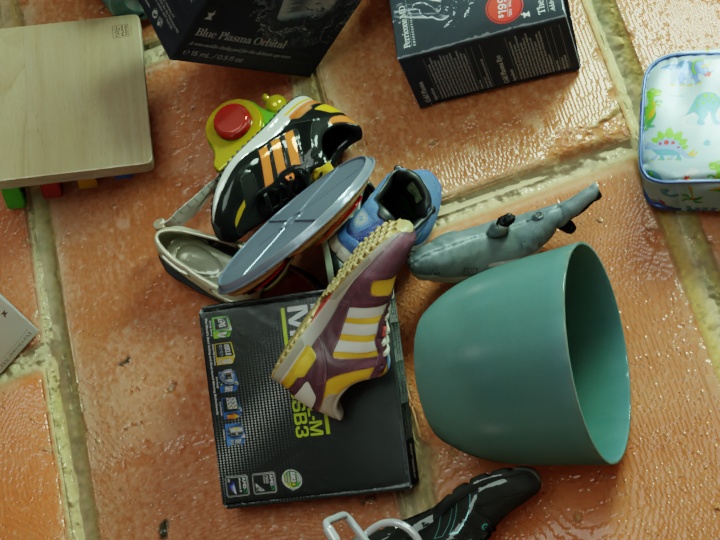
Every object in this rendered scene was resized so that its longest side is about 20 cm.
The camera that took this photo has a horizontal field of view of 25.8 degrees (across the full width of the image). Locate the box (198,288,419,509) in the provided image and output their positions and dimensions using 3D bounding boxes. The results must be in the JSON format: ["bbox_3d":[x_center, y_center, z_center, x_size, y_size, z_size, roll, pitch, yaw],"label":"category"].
[{"bbox_3d":[-0.050,0.121,1.522,0.191,0.047,0.202,-7,88,16],"label":"box"}]

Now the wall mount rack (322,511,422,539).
[{"bbox_3d":[-0.012,0.324,1.412,0.200,0.074,0.174,-43,77,20],"label":"wall mount rack"}]

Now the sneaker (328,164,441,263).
[{"bbox_3d":[0.046,-0.059,1.548,0.079,0.200,0.089,46,120,-2],"label":"sneaker"}]

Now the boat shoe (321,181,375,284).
[{"bbox_3d":[0.000,0.000,1.589,0.067,0.072,0.201,-15,62,9],"label":"boat shoe"}]

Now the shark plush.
[{"bbox_3d":[0.146,-0.026,1.550,0.198,0.083,0.092,-14,62,10],"label":"shark plush"}]

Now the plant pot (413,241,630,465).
[{"bbox_3d":[0.144,0.087,1.442,0.160,0.201,0.202,-11,62,23],"label":"plant pot"}]

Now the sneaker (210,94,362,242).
[{"bbox_3d":[-0.075,-0.102,1.640,0.089,0.070,0.200,20,56,28],"label":"sneaker"}]

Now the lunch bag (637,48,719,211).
[{"bbox_3d":[0.374,-0.140,1.536,0.198,0.083,0.162,-1,66,17],"label":"lunch bag"}]

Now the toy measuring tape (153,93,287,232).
[{"bbox_3d":[-0.159,-0.124,1.699,0.200,0.074,0.074,-43,61,-6],"label":"toy measuring tape"}]

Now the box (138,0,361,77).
[{"bbox_3d":[-0.101,-0.320,1.656,0.200,0.196,0.118,-52,54,34],"label":"box"}]

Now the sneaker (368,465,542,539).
[{"bbox_3d":[0.087,0.249,1.454,0.199,0.075,0.080,-31,70,11],"label":"sneaker"}]

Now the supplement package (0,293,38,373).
[{"bbox_3d":[-0.478,0.077,1.676,0.155,0.111,0.200,36,80,28],"label":"supplement package"}]

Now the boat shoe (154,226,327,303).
[{"bbox_3d":[-0.125,0.004,1.632,0.199,0.063,0.072,20,71,23],"label":"boat shoe"}]

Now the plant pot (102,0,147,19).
[{"bbox_3d":[-0.271,-0.399,1.803,0.199,0.200,0.189,-32,74,0],"label":"plant pot"}]

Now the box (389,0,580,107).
[{"bbox_3d":[0.125,-0.300,1.675,0.181,0.104,0.202,-14,62,12],"label":"box"}]

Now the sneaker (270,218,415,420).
[{"bbox_3d":[0.005,0.045,1.451,0.090,0.075,0.200,36,110,-6],"label":"sneaker"}]

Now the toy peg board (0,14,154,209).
[{"bbox_3d":[-0.335,-0.170,1.775,0.197,0.098,0.202,-7,63,-4],"label":"toy peg board"}]

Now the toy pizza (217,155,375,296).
[{"bbox_3d":[-0.058,-0.038,1.530,0.200,0.200,0.032,-41,102,-5],"label":"toy pizza"}]
